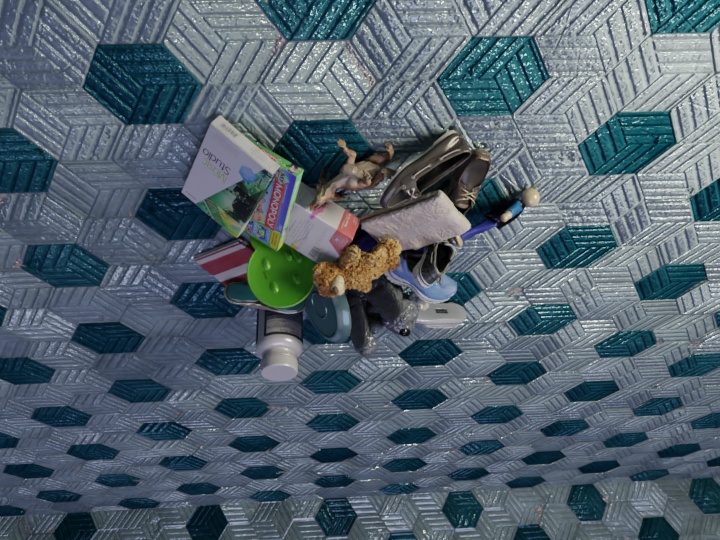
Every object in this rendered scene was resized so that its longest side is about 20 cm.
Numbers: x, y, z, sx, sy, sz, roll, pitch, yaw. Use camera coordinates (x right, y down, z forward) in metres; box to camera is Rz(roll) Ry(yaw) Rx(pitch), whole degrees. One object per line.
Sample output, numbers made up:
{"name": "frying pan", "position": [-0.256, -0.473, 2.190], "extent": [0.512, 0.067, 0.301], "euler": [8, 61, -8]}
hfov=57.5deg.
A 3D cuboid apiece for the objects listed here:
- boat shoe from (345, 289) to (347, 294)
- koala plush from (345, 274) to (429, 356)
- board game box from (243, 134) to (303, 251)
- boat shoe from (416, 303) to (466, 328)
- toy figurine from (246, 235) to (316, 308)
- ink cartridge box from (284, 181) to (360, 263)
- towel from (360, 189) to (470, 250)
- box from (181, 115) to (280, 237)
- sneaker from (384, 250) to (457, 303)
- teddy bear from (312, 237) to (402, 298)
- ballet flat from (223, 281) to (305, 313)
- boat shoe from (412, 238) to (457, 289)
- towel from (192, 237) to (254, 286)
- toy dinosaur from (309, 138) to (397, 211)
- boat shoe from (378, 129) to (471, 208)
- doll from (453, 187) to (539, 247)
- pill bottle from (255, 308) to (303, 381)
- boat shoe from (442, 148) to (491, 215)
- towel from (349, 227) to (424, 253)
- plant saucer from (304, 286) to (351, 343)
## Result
{"name": "boat shoe", "position": [-0.037, 0.082, 1.651], "extent": [0.196, 0.076, 0.092], "euler": [16, 155, -23]}
{"name": "koala plush", "position": [0.071, 0.090, 1.548], "extent": [0.177, 0.186, 0.198], "euler": [-42, 149, 25]}
{"name": "board game box", "position": [-0.191, -0.144, 1.262], "extent": [0.133, 0.029, 0.202], "euler": [30, 135, 7]}
{"name": "boat shoe", "position": [0.179, 0.123, 1.716], "extent": [0.195, 0.075, 0.066], "euler": [10, 139, -17]}
{"name": "toy figurine", "position": [-0.177, 0.004, 1.460], "extent": [0.147, 0.204, 0.184], "euler": [-22, 167, -7]}
{"name": "ink cartridge box", "position": [-0.114, -0.104, 1.336], "extent": [0.198, 0.068, 0.117], "euler": [32, 135, -11]}
{"name": "towel", "position": [0.108, -0.094, 1.328], "extent": [0.197, 0.035, 0.132], "euler": [-17, 145, 31]}
{"name": "box", "position": [-0.247, -0.170, 1.229], "extent": [0.143, 0.037, 0.200], "euler": [39, 137, -2]}
{"name": "sneaker", "position": [0.147, 0.012, 1.465], "extent": [0.197, 0.080, 0.089], "euler": [22, 145, -32]}
{"name": "teddy bear", "position": [0.000, 0.000, 1.352], "extent": [0.196, 0.068, 0.146], "euler": [-13, 152, -28]}
{"name": "ballet flat", "position": [-0.228, 0.063, 1.570], "extent": [0.195, 0.069, 0.062], "euler": [12, 166, -8]}
{"name": "boat shoe", "position": [0.172, -0.033, 1.389], "extent": [0.070, 0.201, 0.072], "euler": [-25, 114, 35]}
{"name": "towel", "position": [-0.276, 0.000, 1.540], "extent": [0.141, 0.023, 0.200], "euler": [-18, 141, 22]}
{"name": "toy dinosaur", "position": [-0.005, -0.179, 1.266], "extent": [0.196, 0.088, 0.136], "euler": [-6, 160, -27]}
{"name": "boat shoe", "position": [0.120, -0.177, 1.218], "extent": [0.199, 0.057, 0.067], "euler": [-42, 156, 0]}
{"name": "doll", "position": [0.287, -0.111, 1.375], "extent": [0.197, 0.049, 0.136], "euler": [-28, -179, 4]}
{"name": "pill bottle", "position": [-0.199, 0.161, 1.617], "extent": [0.116, 0.204, 0.121], "euler": [-2, 146, -2]}
{"name": "boat shoe", "position": [0.211, -0.156, 1.320], "extent": [0.073, 0.075, 0.201], "euler": [6, 144, -15]}
{"name": "towel", "position": [0.083, -0.056, 1.479], "extent": [0.146, 0.051, 0.198], "euler": [-24, 141, 36]}
{"name": "plant saucer", "position": [-0.088, 0.078, 1.523], "extent": [0.027, 0.202, 0.201], "euler": [-22, 155, -30]}
